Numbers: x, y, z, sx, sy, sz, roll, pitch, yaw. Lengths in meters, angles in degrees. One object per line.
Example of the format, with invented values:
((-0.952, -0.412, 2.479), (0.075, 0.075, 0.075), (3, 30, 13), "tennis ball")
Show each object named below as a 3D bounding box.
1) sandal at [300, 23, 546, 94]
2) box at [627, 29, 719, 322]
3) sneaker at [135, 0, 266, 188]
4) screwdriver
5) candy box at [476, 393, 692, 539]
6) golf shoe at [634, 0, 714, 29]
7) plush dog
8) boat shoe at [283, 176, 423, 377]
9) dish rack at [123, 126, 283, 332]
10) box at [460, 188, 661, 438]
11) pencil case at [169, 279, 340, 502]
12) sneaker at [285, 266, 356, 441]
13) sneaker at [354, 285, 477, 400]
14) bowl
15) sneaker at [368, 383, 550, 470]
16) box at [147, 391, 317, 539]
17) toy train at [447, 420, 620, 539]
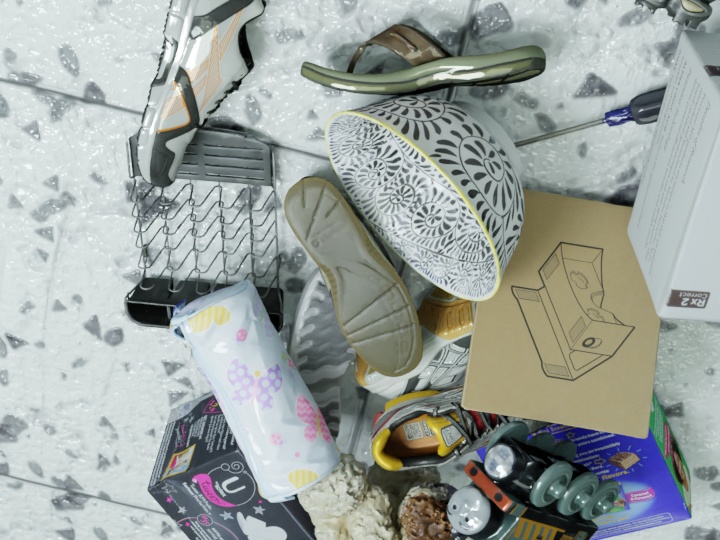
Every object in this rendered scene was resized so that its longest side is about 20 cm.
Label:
((0.050, -0.175, 1.027), (0.201, 0.080, 0.057), (-5, 96, 10), "sandal")
((0.339, -0.068, 0.993), (0.199, 0.131, 0.200), (4, 125, -6), "box")
((-0.136, -0.155, 1.049), (0.080, 0.074, 0.200), (16, 117, -9), "sneaker")
((0.193, -0.125, 1.064), (0.200, 0.029, 0.028), (-12, 122, 24), "screwdriver")
((0.212, 0.170, 1.226), (0.169, 0.077, 0.200), (-18, 121, 21), "candy box")
((0.192, -0.261, 0.940), (0.200, 0.078, 0.095), (17, 122, -17), "golf shoe")
((0.053, 0.255, 1.203), (0.172, 0.161, 0.200), (-6, 169, 34), "plush dog")
((-0.001, 0.000, 1.131), (0.072, 0.066, 0.201), (-28, 103, 13), "boat shoe")
((-0.145, -0.037, 1.152), (0.153, 0.055, 0.200), (4, 124, 5), "dish rack")
((0.183, 0.035, 1.095), (0.163, 0.021, 0.200), (9, 83, 1), "box")
((-0.094, 0.108, 1.129), (0.083, 0.091, 0.200), (-21, 103, 29), "pencil case")
((-0.052, 0.079, 1.207), (0.075, 0.082, 0.200), (4, 111, -31), "sneaker")
((0.090, 0.064, 1.186), (0.200, 0.076, 0.088), (-32, 128, 32), "sneaker")
((0.072, -0.079, 1.047), (0.201, 0.094, 0.201), (42, 160, 18), "bowl")
((0.100, 0.138, 1.134), (0.200, 0.082, 0.078), (-24, 97, 16), "sneaker")
((-0.104, 0.227, 1.280), (0.115, 0.132, 0.200), (-24, 118, 19), "box")
((0.153, 0.206, 1.114), (0.114, 0.085, 0.200), (-54, 143, 7), "toy train")
